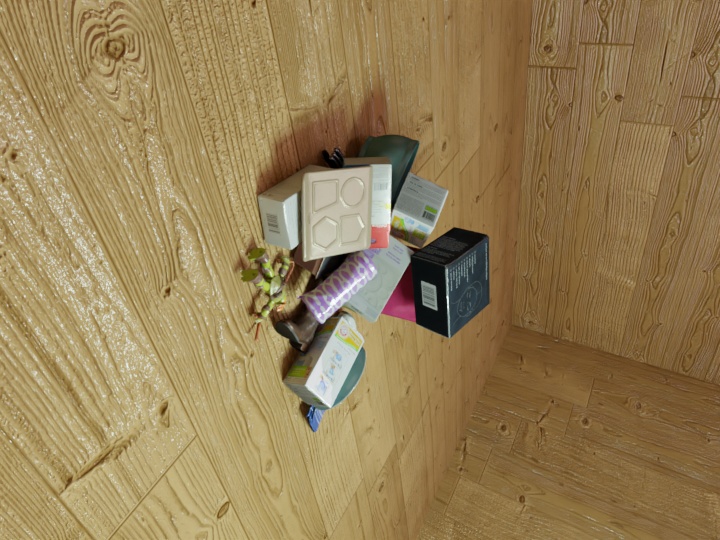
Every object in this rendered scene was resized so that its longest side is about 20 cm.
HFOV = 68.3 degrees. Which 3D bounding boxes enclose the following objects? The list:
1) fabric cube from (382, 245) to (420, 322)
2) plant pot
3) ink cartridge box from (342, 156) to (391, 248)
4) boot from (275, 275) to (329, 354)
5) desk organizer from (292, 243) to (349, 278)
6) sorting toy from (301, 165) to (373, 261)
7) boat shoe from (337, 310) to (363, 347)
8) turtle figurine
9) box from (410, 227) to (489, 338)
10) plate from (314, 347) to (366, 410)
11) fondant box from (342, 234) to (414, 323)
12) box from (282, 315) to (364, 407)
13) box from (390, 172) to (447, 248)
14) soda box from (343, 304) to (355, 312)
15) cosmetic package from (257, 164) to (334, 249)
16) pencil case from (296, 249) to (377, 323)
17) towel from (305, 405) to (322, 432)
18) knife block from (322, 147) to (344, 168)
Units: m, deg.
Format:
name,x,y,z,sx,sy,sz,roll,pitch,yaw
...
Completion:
name,x,y,z,sx,sy,sz,roll,pitch,yaw
fabric cube,0.124,0.026,1.547,0.200,0.191,0.204,-77,179,-85
plant pot,0.057,-0.268,1.392,0.200,0.130,0.206,25,89,-85
ink cartridge box,0.015,-0.159,1.266,0.068,0.111,0.207,-102,-168,-65
boot,-0.127,0.083,1.308,0.205,0.062,0.188,-63,163,-18
desk organizer,-0.083,-0.050,1.312,0.074,0.075,0.199,-65,165,19
sorting toy,-0.052,-0.129,1.168,0.195,0.036,0.192,-14,115,-36
boat shoe,-0.038,0.216,1.536,0.065,0.073,0.208,-41,133,-38
turtle figurine,-0.199,0.040,1.150,0.205,0.062,0.163,-64,150,-23
box,0.237,0.027,1.374,0.194,0.122,0.207,-29,123,-36
plate,-0.065,0.274,1.407,0.026,0.197,0.204,43,59,-24
fondant box,0.026,0.003,1.328,0.204,0.142,0.058,-58,-179,-14
box,-0.092,0.231,1.360,0.101,0.111,0.203,45,59,-26
box,0.140,-0.147,1.356,0.200,0.109,0.104,96,18,-78
soda box,0.000,0.000,1.387,0.064,0.066,0.206,132,-20,-77
cosmetic package,-0.132,-0.145,1.177,0.200,0.079,0.117,-44,137,-45
pencil case,-0.049,0.032,1.240,0.199,0.086,0.084,-42,-177,-12
towel,-0.092,0.350,1.505,0.204,0.023,0.147,-61,163,-26
knife block,-0.044,-0.222,1.329,0.198,0.062,0.183,-27,126,-55
